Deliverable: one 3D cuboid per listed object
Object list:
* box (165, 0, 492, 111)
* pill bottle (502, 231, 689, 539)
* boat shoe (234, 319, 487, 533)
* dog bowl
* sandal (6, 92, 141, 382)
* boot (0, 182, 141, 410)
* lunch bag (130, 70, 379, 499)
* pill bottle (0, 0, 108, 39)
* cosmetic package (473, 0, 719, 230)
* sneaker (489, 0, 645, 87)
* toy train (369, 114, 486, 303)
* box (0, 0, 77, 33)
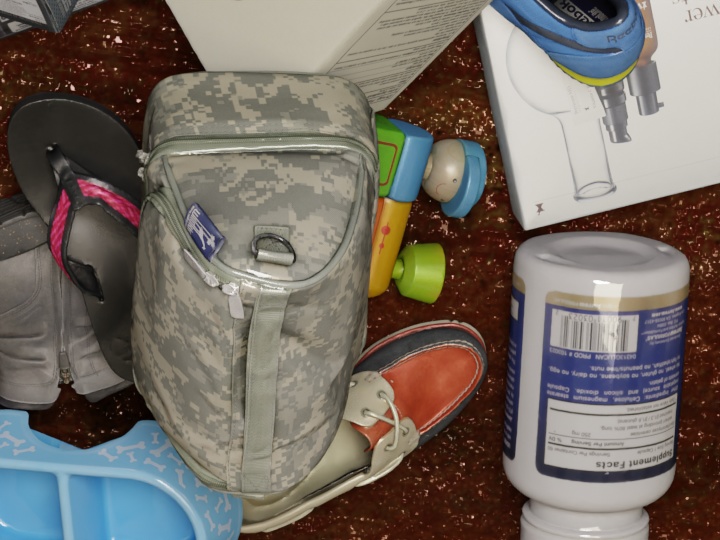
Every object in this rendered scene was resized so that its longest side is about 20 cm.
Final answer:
[{"bbox_3d":[0.003,-0.180,1.573,0.200,0.128,0.109,-43,73,40],"label":"box"},{"bbox_3d":[0.146,0.084,1.728,0.110,0.111,0.201,1,106,-6],"label":"pill bottle"},{"bbox_3d":[-0.004,0.102,1.741,0.199,0.063,0.071,-30,104,1],"label":"boat shoe"},{"bbox_3d":[-0.175,0.150,1.708,0.199,0.050,0.112,4,116,14],"label":"dog bowl"},{"bbox_3d":[-0.150,-0.016,1.635,0.075,0.045,0.201,-18,115,6],"label":"sandal"},{"bbox_3d":[-0.147,0.004,1.704,0.199,0.070,0.132,-16,110,10],"label":"boot"},{"bbox_3d":[-0.058,0.008,1.533,0.138,0.168,0.201,0,136,-7],"label":"lunch bag"},{"bbox_3d":[-0.189,-0.200,1.615,0.199,0.106,0.107,-19,107,1],"label":"pill bottle"},{"bbox_3d":[0.178,-0.123,1.706,0.199,0.052,0.152,-14,108,-2],"label":"cosmetic package"},{"bbox_3d":[0.087,-0.188,1.627,0.200,0.079,0.066,38,77,17],"label":"sneaker"},{"bbox_3d":[0.000,0.000,1.710,0.115,0.085,0.201,10,104,-22],"label":"toy train"},{"bbox_3d":[-0.224,-0.233,1.550,0.199,0.051,0.158,19,67,19],"label":"box"}]
